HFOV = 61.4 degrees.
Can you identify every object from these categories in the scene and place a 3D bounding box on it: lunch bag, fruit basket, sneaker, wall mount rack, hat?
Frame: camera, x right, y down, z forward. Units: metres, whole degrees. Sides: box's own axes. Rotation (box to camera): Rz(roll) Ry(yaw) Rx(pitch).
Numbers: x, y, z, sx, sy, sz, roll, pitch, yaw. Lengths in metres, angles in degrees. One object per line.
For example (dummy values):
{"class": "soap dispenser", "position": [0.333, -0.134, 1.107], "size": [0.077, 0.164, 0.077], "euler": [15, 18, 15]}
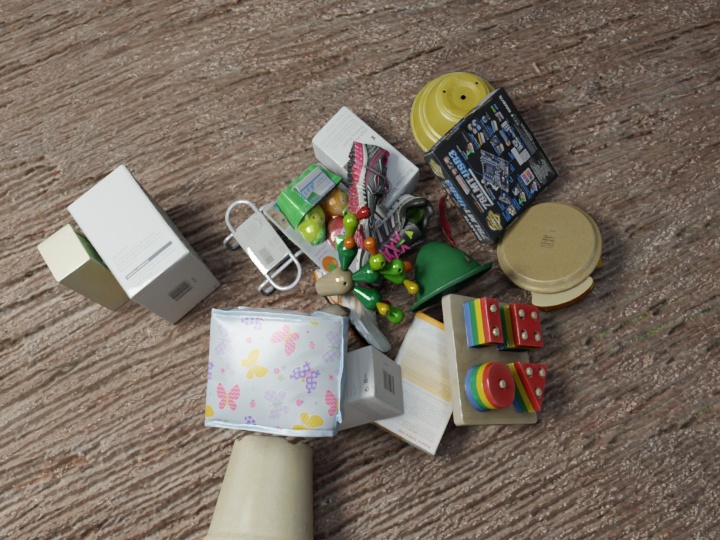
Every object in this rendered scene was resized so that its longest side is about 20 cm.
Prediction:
{"class": "lunch bag", "position": [-0.113, 0.144, 0.880], "size": [0.194, 0.127, 0.175], "euler": [2, 89, 15]}
{"class": "fruit basket", "position": [-0.050, -0.090, 1.090], "size": [0.199, 0.094, 0.186], "euler": [39, 51, 5]}
{"class": "sneaker", "position": [0.065, -0.056, 1.062], "size": [0.074, 0.087, 0.202], "euler": [44, 67, -22]}
{"class": "sneaker", "position": [0.018, -0.134, 1.053], "size": [0.072, 0.081, 0.206], "euler": [5, 68, -12]}
{"class": "wall mount rack", "position": [-0.152, -0.059, 1.125], "size": [0.173, 0.075, 0.201], "euler": [-39, 76, -5]}
{"class": "hat", "position": [0.120, -0.044, 1.054], "size": [0.162, 0.200, 0.180], "euler": [-27, 80, 1]}
{"class": "sneaker", "position": [0.003, 0.057, 1.083], "size": [0.091, 0.076, 0.202], "euler": [-35, 76, -12]}

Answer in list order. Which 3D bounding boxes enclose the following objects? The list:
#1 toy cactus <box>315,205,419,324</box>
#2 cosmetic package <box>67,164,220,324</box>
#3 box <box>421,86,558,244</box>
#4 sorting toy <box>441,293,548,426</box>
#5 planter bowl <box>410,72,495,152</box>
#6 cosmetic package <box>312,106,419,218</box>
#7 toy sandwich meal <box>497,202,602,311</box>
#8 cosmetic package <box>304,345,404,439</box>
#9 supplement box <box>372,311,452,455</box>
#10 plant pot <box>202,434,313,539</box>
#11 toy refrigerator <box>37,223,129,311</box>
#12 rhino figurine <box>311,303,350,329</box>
{"class": "toy cactus", "position": [0.000, 0.000, 0.990], "size": [0.161, 0.202, 0.103], "euler": [-16, 31, 28]}
{"class": "cosmetic package", "position": [-0.370, -0.037, 1.059], "size": [0.122, 0.200, 0.201], "euler": [-38, 75, -9]}
{"class": "box", "position": [0.239, -0.189, 1.101], "size": [0.198, 0.049, 0.201], "euler": [-42, 103, -16]}
{"class": "sorting toy", "position": [0.231, 0.144, 0.986], "size": [0.196, 0.069, 0.205], "euler": [10, 69, -40]}
{"class": "planter bowl", "position": [0.195, -0.315, 1.173], "size": [0.194, 0.084, 0.207], "euler": [-1, 74, 2]}
{"class": "cosmetic package", "position": [0.010, -0.205, 1.156], "size": [0.199, 0.074, 0.102], "euler": [41, 80, 14]}
{"class": "toy sandwich meal", "position": [0.342, -0.028, 1.089], "size": [0.199, 0.071, 0.210], "euler": [-11, 56, 17]}
{"class": "cosmetic package", "position": [-0.039, 0.202, 0.978], "size": [0.196, 0.107, 0.087], "euler": [-19, 56, 24]}
{"class": "supplement box", "position": [0.109, 0.193, 1.035], "size": [0.123, 0.074, 0.204], "euler": [25, 76, 9]}
{"class": "plant pot", "position": [-0.148, 0.368, 0.952], "size": [0.194, 0.202, 0.188], "euler": [4, 62, 4]}
{"class": "toy refrigerator", "position": [-0.463, -0.001, 1.054], "size": [0.069, 0.201, 0.076], "euler": [-36, 74, -9]}
{"class": "rhino figurine", "position": [-0.097, 0.116, 0.985], "size": [0.196, 0.088, 0.061], "euler": [-29, 81, -6]}
